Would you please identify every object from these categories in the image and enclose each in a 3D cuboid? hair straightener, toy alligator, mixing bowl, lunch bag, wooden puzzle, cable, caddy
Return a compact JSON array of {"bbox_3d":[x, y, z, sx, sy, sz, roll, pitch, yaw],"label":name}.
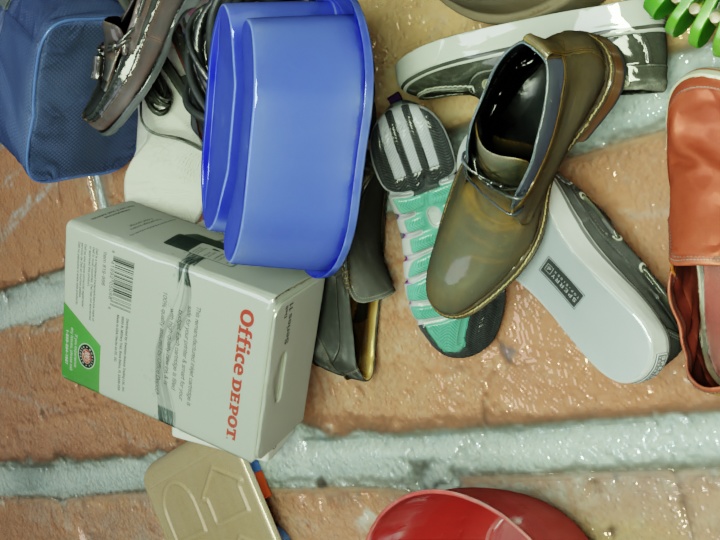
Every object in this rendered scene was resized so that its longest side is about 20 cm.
[{"bbox_3d":[-0.188,-0.189,0.884,0.077,0.041,0.201,-27,78,4],"label":"hair straightener"},{"bbox_3d":[0.225,-0.135,0.536,0.200,0.059,0.054,34,111,24],"label":"toy alligator"},{"bbox_3d":[0.106,0.239,0.710,0.199,0.108,0.201,12,108,40],"label":"mixing bowl"},{"bbox_3d":[-0.299,-0.205,0.970,0.132,0.136,0.201,38,123,31],"label":"lunch bag"},{"bbox_3d":[-0.136,0.265,0.995,0.185,0.046,0.201,-34,72,42],"label":"wooden puzzle"},{"bbox_3d":[-0.073,-0.155,0.771,0.200,0.051,0.163,49,130,21],"label":"cable"},{"bbox_3d":[-0.043,-0.092,0.668,0.141,0.104,0.201,-133,47,-58],"label":"caddy"}]

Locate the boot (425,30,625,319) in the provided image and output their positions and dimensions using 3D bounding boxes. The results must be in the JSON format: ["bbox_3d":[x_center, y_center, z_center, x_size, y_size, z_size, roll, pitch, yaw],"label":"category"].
[{"bbox_3d":[0.075,-0.054,0.580,0.075,0.097,0.201,36,112,25],"label":"boot"}]

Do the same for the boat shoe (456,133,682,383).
[{"bbox_3d":[0.142,-0.018,0.643,0.200,0.066,0.070,52,135,24],"label":"boat shoe"}]

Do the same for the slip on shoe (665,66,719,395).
[{"bbox_3d":[0.214,-0.020,0.579,0.074,0.061,0.201,-1,98,45],"label":"slip on shoe"}]

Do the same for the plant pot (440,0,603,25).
[{"bbox_3d":[0.062,-0.250,0.591,0.199,0.173,0.201,13,109,42],"label":"plant pot"}]

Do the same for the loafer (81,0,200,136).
[{"bbox_3d":[-0.186,-0.210,0.812,0.200,0.063,0.072,-56,36,10],"label":"loafer"}]

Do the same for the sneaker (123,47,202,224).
[{"bbox_3d":[-0.179,-0.102,0.909,0.089,0.075,0.201,118,152,-64],"label":"sneaker"}]

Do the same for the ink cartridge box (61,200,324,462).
[{"bbox_3d":[-0.138,0.045,0.790,0.199,0.083,0.147,20,115,22],"label":"ink cartridge box"}]

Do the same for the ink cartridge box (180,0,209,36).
[{"bbox_3d":[-0.104,-0.204,0.852,0.200,0.043,0.197,-25,83,43],"label":"ink cartridge box"}]

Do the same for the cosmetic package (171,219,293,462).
[{"bbox_3d":[-0.107,0.060,0.876,0.101,0.074,0.201,12,109,14],"label":"cosmetic package"}]

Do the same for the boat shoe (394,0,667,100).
[{"bbox_3d":[0.105,-0.129,0.648,0.199,0.071,0.064,-3,95,42],"label":"boat shoe"}]

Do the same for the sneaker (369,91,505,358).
[{"bbox_3d":[0.060,-0.036,0.733,0.074,0.088,0.201,-13,112,6],"label":"sneaker"}]

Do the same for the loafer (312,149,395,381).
[{"bbox_3d":[0.000,0.000,0.788,0.072,0.073,0.201,29,128,24],"label":"loafer"}]
